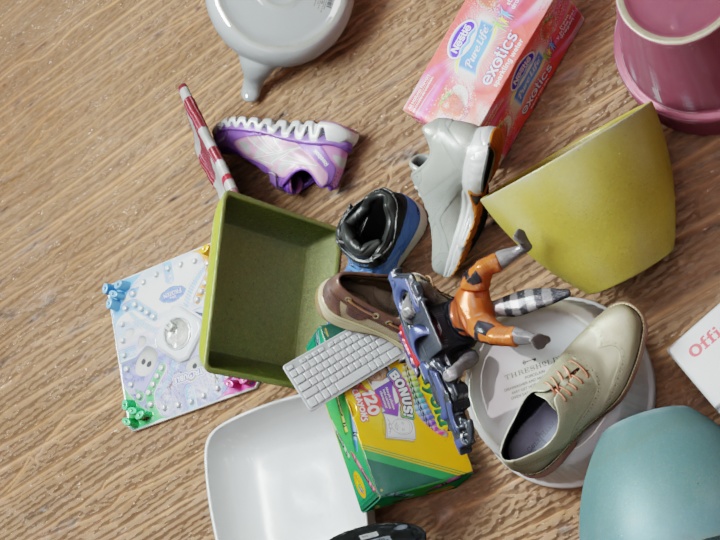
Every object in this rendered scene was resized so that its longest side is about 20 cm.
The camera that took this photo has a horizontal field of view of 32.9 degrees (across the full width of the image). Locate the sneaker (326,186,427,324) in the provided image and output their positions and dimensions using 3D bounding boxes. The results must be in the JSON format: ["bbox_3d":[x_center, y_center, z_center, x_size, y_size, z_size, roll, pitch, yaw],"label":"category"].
[{"bbox_3d":[-0.001,-0.001,1.387,0.076,0.111,0.201,31,94,29],"label":"sneaker"}]

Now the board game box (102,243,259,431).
[{"bbox_3d":[-0.232,0.079,1.536,0.199,0.026,0.202,-21,70,21],"label":"board game box"}]

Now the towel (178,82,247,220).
[{"bbox_3d":[-0.172,-0.113,1.486,0.023,0.144,0.201,-24,65,-8],"label":"towel"}]

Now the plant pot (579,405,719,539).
[{"bbox_3d":[0.291,0.207,1.146,0.199,0.200,0.136,-23,64,21],"label":"plant pot"}]

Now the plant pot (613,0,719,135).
[{"bbox_3d":[0.341,-0.257,1.231,0.198,0.179,0.202,-7,75,26],"label":"plant pot"}]

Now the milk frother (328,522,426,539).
[{"bbox_3d":[0.051,0.369,1.204,0.179,0.200,0.190,-11,98,10],"label":"milk frother"}]

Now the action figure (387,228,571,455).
[{"bbox_3d":[0.117,0.075,1.226,0.193,0.104,0.202,-27,75,45],"label":"action figure"}]

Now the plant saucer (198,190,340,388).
[{"bbox_3d":[-0.111,0.030,1.395,0.048,0.199,0.202,-4,76,41],"label":"plant saucer"}]

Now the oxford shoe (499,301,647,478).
[{"bbox_3d":[0.205,0.115,1.168,0.071,0.074,0.201,35,95,29],"label":"oxford shoe"}]

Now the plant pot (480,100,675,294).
[{"bbox_3d":[0.244,-0.062,1.248,0.199,0.200,0.143,-30,91,18],"label":"plant pot"}]

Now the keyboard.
[{"bbox_3d":[0.007,0.084,1.316,0.056,0.199,0.011,53,147,13],"label":"keyboard"}]

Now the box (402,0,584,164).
[{"bbox_3d":[0.150,-0.233,1.371,0.102,0.095,0.201,33,94,29],"label":"box"}]

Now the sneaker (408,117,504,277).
[{"bbox_3d":[0.094,-0.085,1.331,0.091,0.076,0.201,22,130,15],"label":"sneaker"}]

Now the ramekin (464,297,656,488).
[{"bbox_3d":[0.200,0.122,1.266,0.201,0.094,0.204,-6,76,26],"label":"ramekin"}]

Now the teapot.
[{"bbox_3d":[-0.099,-0.343,1.503,0.199,0.146,0.199,-27,93,-3],"label":"teapot"}]

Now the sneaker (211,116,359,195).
[{"bbox_3d":[-0.099,-0.139,1.492,0.199,0.080,0.089,7,89,27],"label":"sneaker"}]

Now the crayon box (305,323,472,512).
[{"bbox_3d":[0.030,0.151,1.330,0.058,0.118,0.201,-54,51,55],"label":"crayon box"}]

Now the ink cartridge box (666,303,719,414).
[{"bbox_3d":[0.416,0.109,1.164,0.145,0.084,0.200,-43,63,13],"label":"ink cartridge box"}]

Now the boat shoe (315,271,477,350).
[{"bbox_3d":[0.054,0.040,1.311,0.072,0.198,0.073,132,151,-56],"label":"boat shoe"}]

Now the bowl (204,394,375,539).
[{"bbox_3d":[-0.073,0.251,1.389,0.198,0.075,0.202,-20,71,22],"label":"bowl"}]
